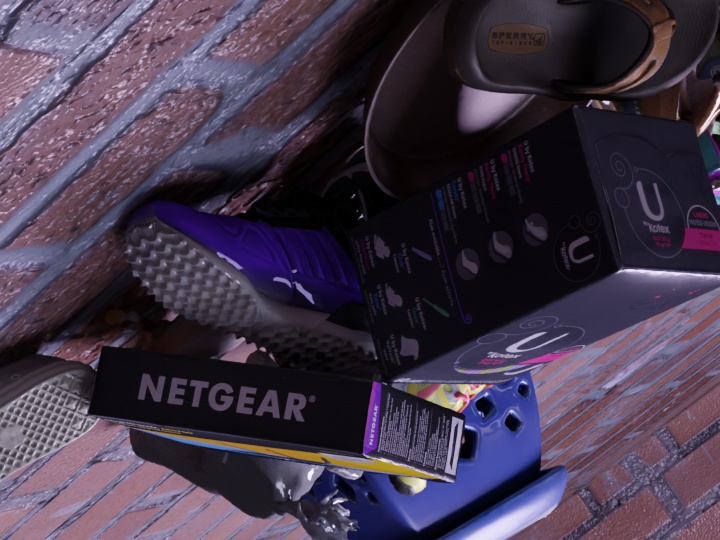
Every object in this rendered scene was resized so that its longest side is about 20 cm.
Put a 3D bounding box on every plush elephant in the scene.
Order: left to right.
[{"bbox_3d":[-0.048,0.102,1.578,0.155,0.200,0.165,-46,167,-37],"label":"plush elephant"}]

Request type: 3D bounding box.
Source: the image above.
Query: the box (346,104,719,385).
[{"bbox_3d":[0.107,-0.010,1.272,0.122,0.106,0.200,2,157,-45],"label":"box"}]

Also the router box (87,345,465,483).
[{"bbox_3d":[-0.052,0.094,1.351,0.199,0.051,0.149,5,170,27],"label":"router box"}]

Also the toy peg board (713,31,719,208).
[{"bbox_3d":[0.310,-0.113,1.623,0.098,0.200,0.199,4,141,-18],"label":"toy peg board"}]

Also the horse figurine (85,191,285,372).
[{"bbox_3d":[-0.106,0.029,1.416,0.200,0.050,0.132,-36,159,14],"label":"horse figurine"}]

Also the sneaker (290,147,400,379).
[{"bbox_3d":[0.000,0.000,1.421,0.079,0.074,0.200,-65,173,-52],"label":"sneaker"}]

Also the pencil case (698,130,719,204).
[{"bbox_3d":[0.169,-0.040,1.485,0.200,0.085,0.092,-31,-151,-4],"label":"pencil case"}]

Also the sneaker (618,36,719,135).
[{"bbox_3d":[0.221,-0.113,1.583,0.067,0.090,0.200,-26,163,-30],"label":"sneaker"}]

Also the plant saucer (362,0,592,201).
[{"bbox_3d":[0.077,-0.127,1.269,0.200,0.034,0.201,-27,145,-21],"label":"plant saucer"}]

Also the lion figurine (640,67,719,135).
[{"bbox_3d":[0.202,-0.139,1.368,0.200,0.072,0.123,-85,-165,-50],"label":"lion figurine"}]

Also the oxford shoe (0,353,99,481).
[{"bbox_3d":[-0.257,0.106,1.320,0.200,0.075,0.058,-24,-153,-29],"label":"oxford shoe"}]

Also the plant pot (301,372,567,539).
[{"bbox_3d":[0.051,0.169,1.835,0.200,0.180,0.200,-26,180,-28],"label":"plant pot"}]

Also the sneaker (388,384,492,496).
[{"bbox_3d":[0.067,0.070,1.517,0.078,0.090,0.201,96,7,-71],"label":"sneaker"}]

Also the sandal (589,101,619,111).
[{"bbox_3d":[0.142,-0.134,1.427,0.054,0.082,0.200,-13,173,4],"label":"sandal"}]

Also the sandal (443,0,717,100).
[{"bbox_3d":[0.137,-0.138,1.200,0.200,0.082,0.055,-4,-171,-37],"label":"sandal"}]

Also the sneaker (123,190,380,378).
[{"bbox_3d":[-0.060,-0.011,1.309,0.200,0.100,0.069,31,148,-34],"label":"sneaker"}]
